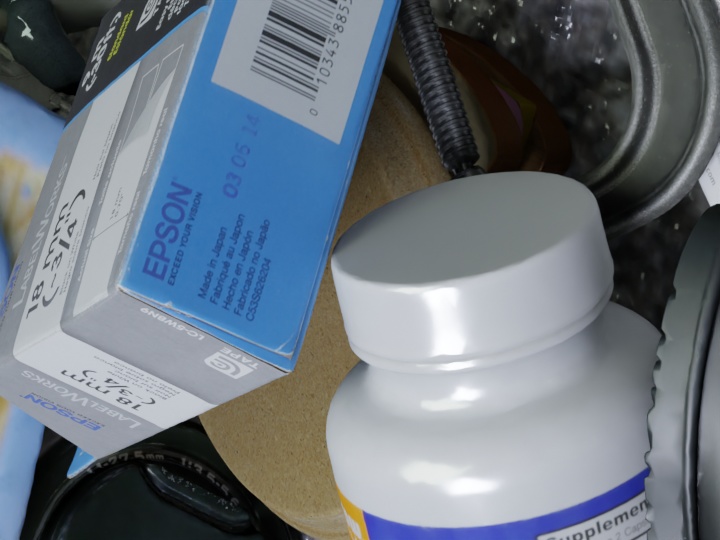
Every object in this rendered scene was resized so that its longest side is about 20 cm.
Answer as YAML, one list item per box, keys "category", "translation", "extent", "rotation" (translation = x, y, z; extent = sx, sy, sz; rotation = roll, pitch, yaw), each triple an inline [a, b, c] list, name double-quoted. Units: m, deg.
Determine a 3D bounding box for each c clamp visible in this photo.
- category: "c clamp"
  translation: [0.037, -0.089, 0.764]
  extent: [0.171, 0.027, 0.201]
  rotation: [-36, 66, 34]

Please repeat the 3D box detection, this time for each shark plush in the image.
- category: "shark plush"
  translation: [-0.166, -0.156, 0.982]
  extent: [0.199, 0.091, 0.084]
  rotation: [25, 122, 3]

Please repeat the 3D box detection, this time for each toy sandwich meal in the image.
- category: "toy sandwich meal"
  translation: [0.000, 0.000, 0.866]
  extent: [0.205, 0.070, 0.207]
  rotation: [13, 106, 52]

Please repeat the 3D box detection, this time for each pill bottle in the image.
- category: "pill bottle"
  translation: [0.052, 0.077, 0.724]
  extent: [0.112, 0.112, 0.201]
  rotation: [13, 125, 50]

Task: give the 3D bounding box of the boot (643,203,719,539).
- category: "boot"
  translation: [0.160, 0.087, 0.634]
  extent: [0.162, 0.073, 0.200]
  rotation: [7, 98, 29]

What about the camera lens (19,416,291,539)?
- category: "camera lens"
  translation: [-0.133, 0.141, 0.967]
  extent: [0.199, 0.159, 0.161]
  rotation: [-14, 83, 51]

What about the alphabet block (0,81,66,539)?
- category: "alphabet block"
  translation: [-0.242, 0.017, 0.874]
  extent: [0.199, 0.195, 0.197]
  rotation: [-14, 55, 44]

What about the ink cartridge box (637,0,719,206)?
- category: "ink cartridge box"
  translation: [0.167, -0.084, 0.664]
  extent: [0.200, 0.050, 0.162]
  rotation: [-40, 63, 43]

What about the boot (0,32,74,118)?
- category: "boot"
  translation: [-0.164, -0.062, 1.033]
  extent: [0.200, 0.095, 0.074]
  rotation: [37, 121, 40]

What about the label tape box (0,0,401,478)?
- category: "label tape box"
  translation: [-0.070, -0.022, 0.773]
  extent: [0.200, 0.063, 0.145]
  rotation: [-28, 41, 59]
